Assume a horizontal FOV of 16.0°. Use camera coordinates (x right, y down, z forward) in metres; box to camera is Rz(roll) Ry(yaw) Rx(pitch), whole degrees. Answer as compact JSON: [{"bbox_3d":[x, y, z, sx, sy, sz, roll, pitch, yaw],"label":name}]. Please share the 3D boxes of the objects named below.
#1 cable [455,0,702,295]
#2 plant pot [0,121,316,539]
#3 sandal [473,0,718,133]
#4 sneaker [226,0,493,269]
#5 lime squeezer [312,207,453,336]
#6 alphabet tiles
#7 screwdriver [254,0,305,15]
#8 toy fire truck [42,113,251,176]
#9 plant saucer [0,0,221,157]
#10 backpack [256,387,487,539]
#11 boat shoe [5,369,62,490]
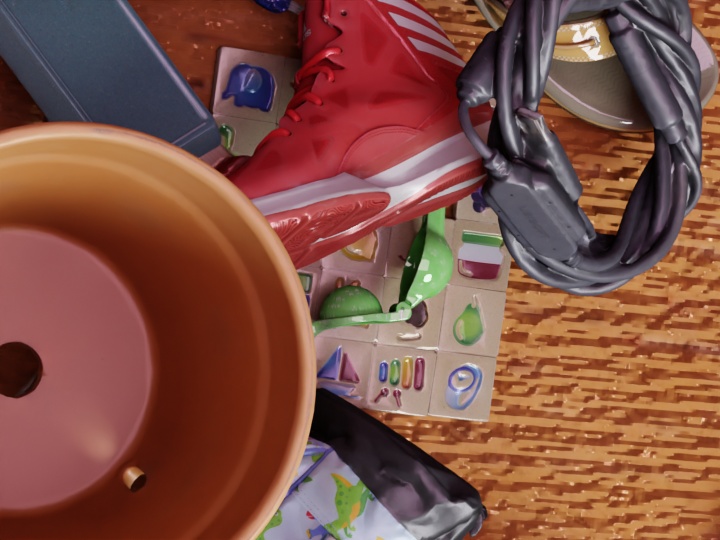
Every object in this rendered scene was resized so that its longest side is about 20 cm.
[{"bbox_3d":[0.110,-0.077,1.215,0.200,0.051,0.163,43,60,-50],"label":"cable"},{"bbox_3d":[-0.132,0.042,1.067,0.200,0.140,0.200,0,89,-17],"label":"plant pot"},{"bbox_3d":[0.101,-0.140,1.268,0.200,0.054,0.080,43,79,-17],"label":"sandal"},{"bbox_3d":[-0.027,-0.069,1.183,0.200,0.078,0.116,-18,75,-43],"label":"sneaker"},{"bbox_3d":[0.000,0.000,1.242,0.200,0.038,0.071,-43,112,-9],"label":"lime squeezer"},{"bbox_3d":[-0.018,-0.018,1.260,0.200,0.008,0.167,8,91,-19],"label":"alphabet tiles"},{"bbox_3d":[-0.020,-0.122,1.238,0.200,0.029,0.028,27,84,-15],"label":"screwdriver"},{"bbox_3d":[-0.144,-0.060,1.186,0.141,0.049,0.200,-37,101,-12],"label":"toy fire truck"},{"bbox_3d":[-0.143,-0.125,1.164,0.070,0.019,0.200,-35,88,-33],"label":"plant saucer"},{"bbox_3d":[-0.056,0.147,1.188,0.154,0.163,0.200,33,89,-9],"label":"backpack"},{"bbox_3d":[-0.153,0.090,1.172,0.200,0.072,0.065,-47,143,-11],"label":"boat shoe"}]
